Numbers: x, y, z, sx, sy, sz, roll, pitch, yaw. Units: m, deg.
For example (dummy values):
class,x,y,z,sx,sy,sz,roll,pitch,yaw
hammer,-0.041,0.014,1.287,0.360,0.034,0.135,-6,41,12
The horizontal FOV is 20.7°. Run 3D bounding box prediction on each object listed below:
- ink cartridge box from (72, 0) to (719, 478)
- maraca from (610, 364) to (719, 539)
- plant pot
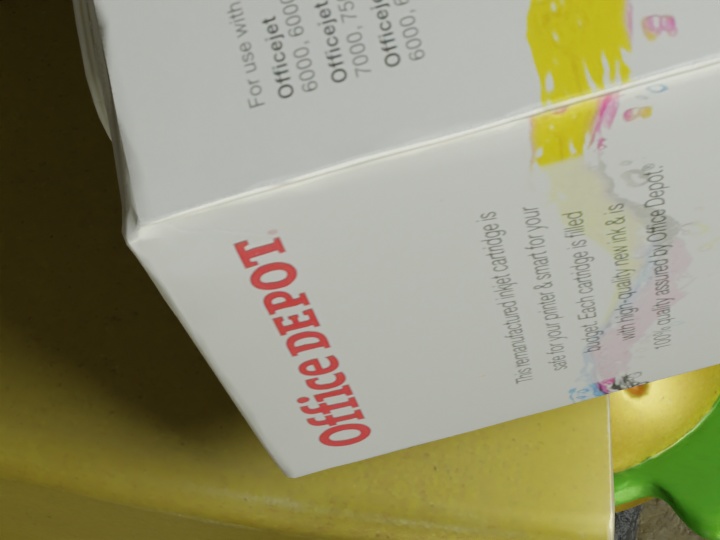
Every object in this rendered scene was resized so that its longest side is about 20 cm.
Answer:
class,x,y,z,sx,sy,sz,roll,pitch,yaw
ink cartridge box,0.047,-0.066,0.422,0.198,0.146,0.147,-15,155,2
maraca,0.093,0.038,0.739,0.199,0.138,0.107,11,146,36
plant pot,-0.034,0.005,0.601,0.175,0.202,0.200,1,162,-6
